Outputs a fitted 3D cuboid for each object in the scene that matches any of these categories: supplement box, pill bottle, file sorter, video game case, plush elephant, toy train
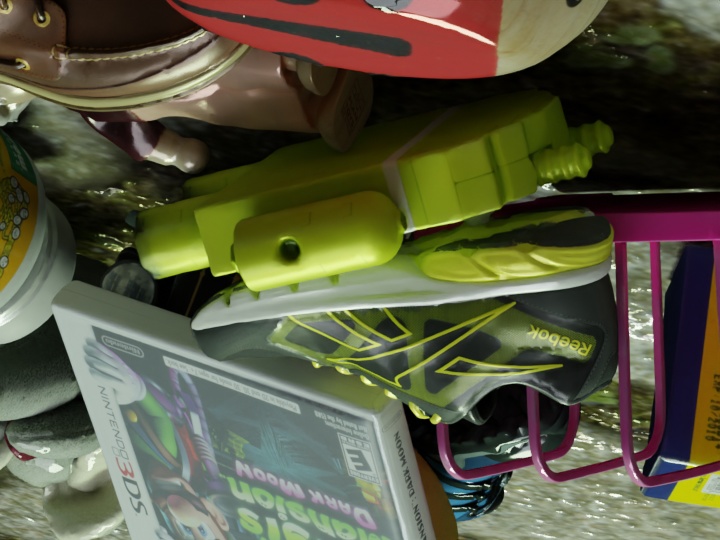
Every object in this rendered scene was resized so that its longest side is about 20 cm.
[{"bbox_3d":[0.246,0.065,1.392,0.199,0.109,0.110,9,167,3],"label":"supplement box"},{"bbox_3d":[-0.222,-0.035,1.373,0.112,0.113,0.200,2,160,26],"label":"pill bottle"},{"bbox_3d":[0.146,0.030,1.257,0.199,0.126,0.139,-1,-176,33],"label":"file sorter"},{"bbox_3d":[-0.048,0.103,1.344,0.200,0.023,0.182,17,137,35],"label":"video game case"},{"bbox_3d":[-0.185,0.062,1.560,0.199,0.165,0.155,-3,139,-31],"label":"plush elephant"},{"bbox_3d":[-0.062,0.027,1.440,0.114,0.085,0.200,24,-178,17],"label":"toy train"}]

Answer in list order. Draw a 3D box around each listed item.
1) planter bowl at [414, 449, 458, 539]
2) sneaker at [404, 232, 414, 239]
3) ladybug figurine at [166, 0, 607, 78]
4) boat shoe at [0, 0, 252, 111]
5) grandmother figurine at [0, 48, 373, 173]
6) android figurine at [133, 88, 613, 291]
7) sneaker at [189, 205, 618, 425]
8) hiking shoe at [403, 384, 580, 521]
[{"bbox_3d":[-0.012,0.131,1.431,0.200,0.083,0.201,28,143,24],"label":"planter bowl"},{"bbox_3d":[0.000,0.000,1.357,0.089,0.079,0.200,24,-177,11],"label":"sneaker"},{"bbox_3d":[-0.001,-0.118,1.050,0.199,0.072,0.136,9,163,6],"label":"ladybug figurine"},{"bbox_3d":[-0.133,-0.111,1.154,0.200,0.072,0.068,5,161,30],"label":"boat shoe"},{"bbox_3d":[-0.096,-0.087,1.239,0.199,0.061,0.122,6,135,24],"label":"grandmother figurine"},{"bbox_3d":[0.008,-0.036,1.216,0.199,0.041,0.182,-11,-169,17],"label":"android figurine"},{"bbox_3d":[0.018,0.029,1.207,0.199,0.085,0.074,-8,-169,28],"label":"sneaker"},{"bbox_3d":[0.056,0.087,1.471,0.087,0.075,0.200,38,152,-25],"label":"hiking shoe"}]
